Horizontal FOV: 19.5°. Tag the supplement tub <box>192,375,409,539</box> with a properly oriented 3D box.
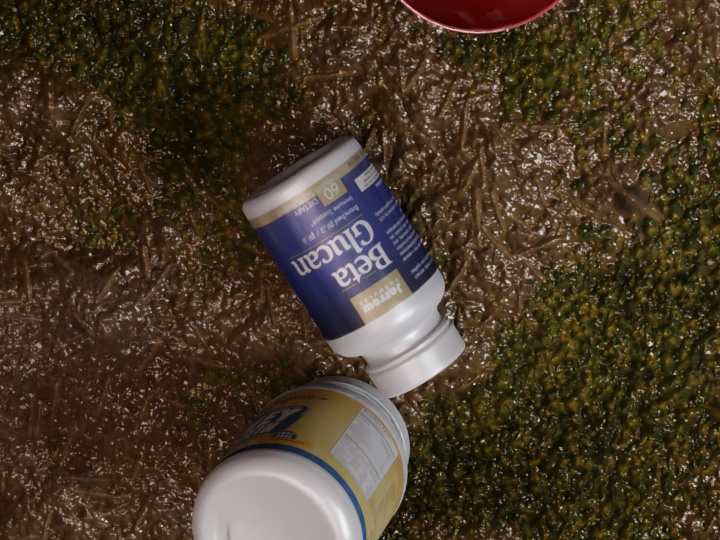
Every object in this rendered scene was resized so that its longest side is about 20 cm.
[{"bbox_3d":[-0.043,0.182,1.749,0.144,0.200,0.145,6,111,16],"label":"supplement tub"}]

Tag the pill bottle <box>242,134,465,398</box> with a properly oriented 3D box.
[{"bbox_3d":[0.000,0.000,1.715,0.111,0.111,0.200,-29,99,26],"label":"pill bottle"}]

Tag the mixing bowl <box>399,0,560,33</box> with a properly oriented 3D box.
[{"bbox_3d":[0.075,-0.284,1.561,0.199,0.108,0.201,-7,108,-20],"label":"mixing bowl"}]
